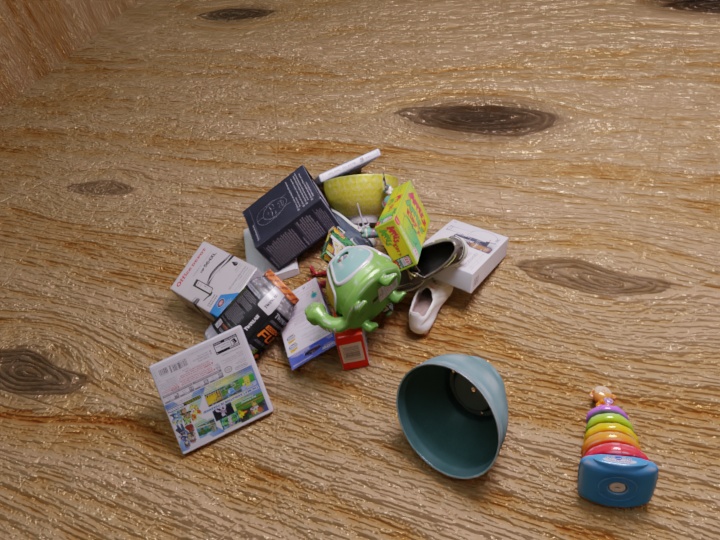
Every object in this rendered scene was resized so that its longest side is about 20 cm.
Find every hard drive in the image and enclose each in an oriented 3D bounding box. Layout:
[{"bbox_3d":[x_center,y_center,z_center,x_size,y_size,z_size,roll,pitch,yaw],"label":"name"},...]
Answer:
[{"bbox_3d":[-0.235,-0.050,1.387,0.127,0.027,0.204,-17,48,-1],"label":"hard drive"}]

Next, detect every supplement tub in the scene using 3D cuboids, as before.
[{"bbox_3d":[-0.230,0.104,1.150,0.201,0.123,0.122,-48,52,-5],"label":"supplement tub"}]

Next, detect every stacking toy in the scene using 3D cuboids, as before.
[{"bbox_3d":[0.418,0.272,0.895,0.112,0.113,0.203,0,38,17],"label":"stacking toy"}]

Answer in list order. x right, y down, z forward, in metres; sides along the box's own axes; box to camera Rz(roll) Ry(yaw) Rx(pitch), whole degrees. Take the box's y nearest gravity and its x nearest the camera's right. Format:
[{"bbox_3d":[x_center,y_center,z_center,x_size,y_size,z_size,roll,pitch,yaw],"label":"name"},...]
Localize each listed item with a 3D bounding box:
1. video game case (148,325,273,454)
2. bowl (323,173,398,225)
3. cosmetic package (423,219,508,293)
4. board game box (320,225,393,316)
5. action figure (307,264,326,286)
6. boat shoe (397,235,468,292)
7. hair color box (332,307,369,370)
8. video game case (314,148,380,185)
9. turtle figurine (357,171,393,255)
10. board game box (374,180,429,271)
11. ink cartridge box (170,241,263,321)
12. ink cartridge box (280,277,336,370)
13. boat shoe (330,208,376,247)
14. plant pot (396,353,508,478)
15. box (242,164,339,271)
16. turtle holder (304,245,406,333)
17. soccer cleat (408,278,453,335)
[{"bbox_3d":[-0.296,0.236,1.067,0.194,0.188,0.022,-23,2,-8],"label":"video game case"},{"bbox_3d":[0.003,-0.173,1.364,0.192,0.200,0.112,-3,90,11],"label":"bowl"},{"bbox_3d":[0.227,-0.038,1.201,0.147,0.053,0.199,19,36,30],"label":"cosmetic package"},{"bbox_3d":[0.000,0.000,1.148,0.023,0.199,0.106,-39,21,27],"label":"board game box"},{"bbox_3d":[-0.032,-0.013,1.257,0.192,0.101,0.067,-5,47,7],"label":"action figure"},{"bbox_3d":[0.127,-0.014,1.112,0.198,0.060,0.074,-28,74,27],"label":"boat shoe"},{"bbox_3d":[-0.024,0.092,1.147,0.061,0.113,0.205,-11,47,2],"label":"hair color box"},{"bbox_3d":[-0.050,-0.268,1.449,0.177,0.024,0.199,-27,7,-14],"label":"video game case"},{"bbox_3d":[0.063,-0.116,1.248,0.098,0.204,0.150,22,56,31],"label":"turtle figurine"},{"bbox_3d":[0.091,-0.096,1.104,0.046,0.103,0.202,-22,22,26],"label":"board game box"},{"bbox_3d":[-0.336,0.039,1.276,0.195,0.085,0.149,22,69,29],"label":"ink cartridge box"},{"bbox_3d":[-0.119,0.121,1.184,0.117,0.042,0.203,-28,45,3],"label":"ink cartridge box"},{"bbox_3d":[-0.049,-0.091,1.342,0.197,0.076,0.062,34,67,24],"label":"boat shoe"},{"bbox_3d":[0.178,0.232,0.935,0.196,0.207,0.133,24,30,31],"label":"plant pot"},{"bbox_3d":[-0.173,-0.129,1.315,0.197,0.108,0.150,-35,47,4],"label":"box"},{"bbox_3d":[-0.011,0.040,1.032,0.131,0.140,0.188,42,104,27],"label":"turtle holder"},{"bbox_3d":[0.158,0.047,1.164,0.067,0.079,0.203,13,53,24],"label":"soccer cleat"}]
